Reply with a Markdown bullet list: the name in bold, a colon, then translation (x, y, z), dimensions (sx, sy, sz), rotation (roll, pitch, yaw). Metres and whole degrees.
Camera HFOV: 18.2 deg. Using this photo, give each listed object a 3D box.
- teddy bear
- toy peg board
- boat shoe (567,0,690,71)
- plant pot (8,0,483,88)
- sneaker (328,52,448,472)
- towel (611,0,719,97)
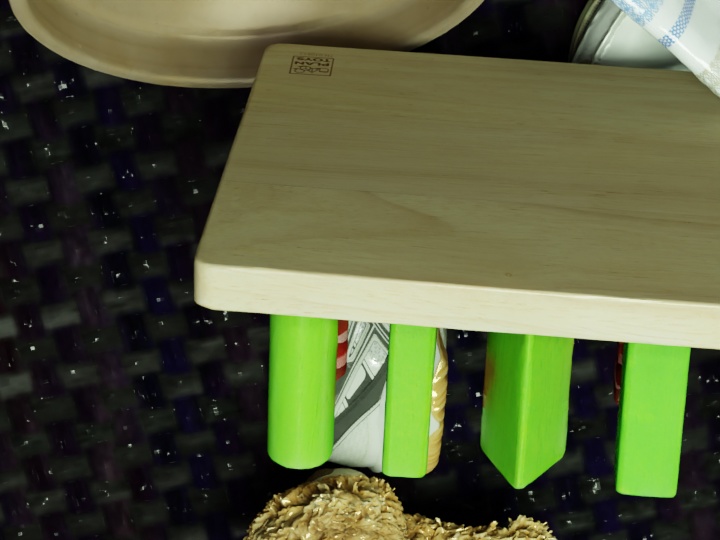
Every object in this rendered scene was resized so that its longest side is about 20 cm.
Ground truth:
- **teddy bear**: translation (0.035, 0.145, 1.049), dimensions (0.199, 0.145, 0.067), rotation (19, 65, -11)
- **toy peg board**: translation (0.047, 0.000, 0.877), dimensions (0.199, 0.199, 0.098), rotation (5, 119, 3)
- **boat shoe**: translation (0.113, -0.057, 0.985), dimensions (0.074, 0.068, 0.201), rotation (23, 110, -9)
- **plant pot**: translation (-0.044, -0.156, 0.911), dimensions (0.199, 0.201, 0.093), rotation (-6, 70, 2)
- **sneaker**: translation (0.000, 0.000, 1.004), dimensions (0.087, 0.076, 0.201), rotation (5, 110, 1)
- **towel**: translation (0.142, -0.145, 0.918), dimensions (0.200, 0.147, 0.024), rotation (40, 138, -16)
